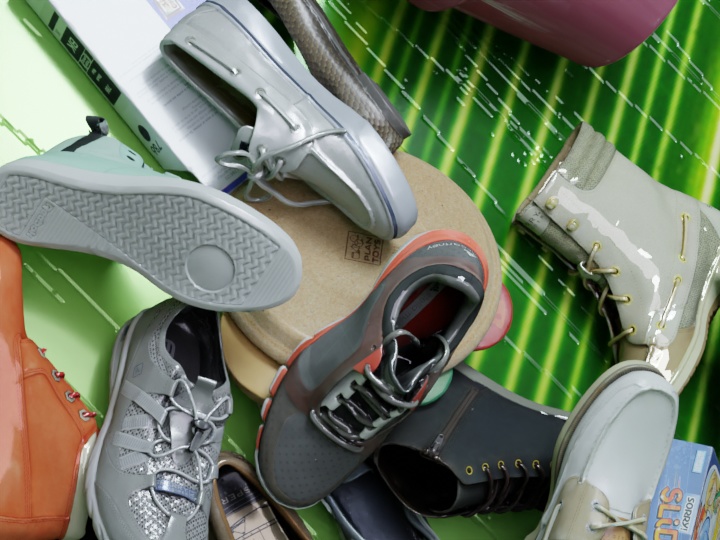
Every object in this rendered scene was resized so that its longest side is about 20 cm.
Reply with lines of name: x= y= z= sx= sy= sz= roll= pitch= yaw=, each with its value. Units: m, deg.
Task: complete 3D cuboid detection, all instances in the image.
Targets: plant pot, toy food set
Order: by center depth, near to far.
toy food set: x=0.000 y=0.000 z=1.243 sx=0.196 sy=0.049 sz=0.201 roll=-2 pitch=56 yaw=-13
plant pot: x=0.126 y=-0.239 z=1.309 sx=0.178 sy=0.199 sz=0.201 roll=33 pitch=67 yaw=-25

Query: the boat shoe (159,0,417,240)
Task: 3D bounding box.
boat shoe: x=-0.055 y=-0.084 z=1.207 sx=0.086 sy=0.075 sz=0.202 roll=-37 pitch=81 yaw=-25

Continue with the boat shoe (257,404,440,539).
boat shoe: x=-0.003 y=0.123 z=1.228 sx=0.072 sy=0.062 sz=0.201 roll=-25 pitch=85 yaw=-22

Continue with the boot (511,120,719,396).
boot: x=0.167 y=0.009 z=1.312 sx=0.154 sy=0.072 sz=0.201 roll=34 pitch=63 yaw=-9

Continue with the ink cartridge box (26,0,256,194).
ink cartridge box: x=-0.127 y=-0.143 z=1.267 sx=0.099 sy=0.039 sz=0.200 roll=-39 pitch=89 yaw=-25

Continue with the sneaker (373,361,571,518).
sneaker: x=0.099 y=0.137 z=1.232 sx=0.199 sy=0.075 sz=0.106 roll=25 pitch=34 yaw=-2

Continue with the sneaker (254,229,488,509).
sneaker: x=0.003 y=0.064 z=1.136 sx=0.077 sy=0.082 sz=0.201 roll=32 pitch=101 yaw=-12

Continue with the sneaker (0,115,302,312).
sneaker: x=-0.119 y=-0.040 z=1.187 sx=0.199 sy=0.118 sz=0.074 roll=17 pitch=111 yaw=8

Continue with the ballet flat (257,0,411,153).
ballet flat: x=-0.038 y=-0.152 z=1.276 sx=0.046 sy=0.067 sz=0.201 roll=-38 pitch=74 yaw=8

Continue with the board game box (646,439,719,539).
board game box: x=0.198 y=0.226 z=1.236 sx=0.034 sy=0.135 sz=0.201 roll=9 pitch=69 yaw=22

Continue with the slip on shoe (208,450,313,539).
slip on shoe: x=-0.044 y=0.199 z=1.194 sx=0.076 sy=0.061 sz=0.201 roll=-29 pitch=87 yaw=-23

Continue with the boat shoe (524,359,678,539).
boat shoe: x=0.148 y=0.156 z=1.181 sx=0.074 sy=0.068 sz=0.201 roll=14 pitch=108 yaw=-20

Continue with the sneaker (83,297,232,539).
sneaker: x=-0.115 y=0.094 z=1.143 sx=0.074 sy=0.082 sz=0.201 roll=19 pitch=48 yaw=-31

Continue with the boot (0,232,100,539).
boot: x=-0.209 y=0.071 z=1.171 sx=0.106 sy=0.075 sz=0.202 roll=5 pitch=81 yaw=-24
